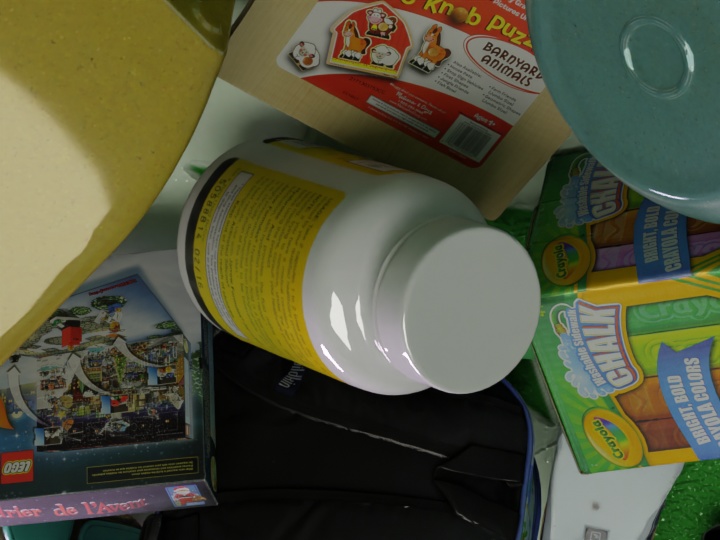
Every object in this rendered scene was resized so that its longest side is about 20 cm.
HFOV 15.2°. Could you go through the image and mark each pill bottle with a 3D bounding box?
[{"bbox_3d":[0.000,0.000,1.359,0.200,0.111,0.111,19,149,56],"label":"pill bottle"}]

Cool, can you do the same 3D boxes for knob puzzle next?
[{"bbox_3d":[0.048,-0.137,1.344,0.218,0.031,0.220,0,128,0],"label":"knob puzzle"}]

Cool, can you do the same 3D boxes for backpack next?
[{"bbox_3d":[-0.001,0.129,1.491,0.199,0.184,0.147,7,154,12],"label":"backpack"}]

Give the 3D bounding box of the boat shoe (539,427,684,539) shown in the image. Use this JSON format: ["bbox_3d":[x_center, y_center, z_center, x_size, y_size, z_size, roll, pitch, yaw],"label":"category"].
[{"bbox_3d":[0.135,0.128,1.530,0.071,0.091,0.201,15,105,1],"label":"boat shoe"}]

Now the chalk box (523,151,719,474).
[{"bbox_3d":[0.155,0.016,1.386,0.199,0.124,0.125,-10,126,22],"label":"chalk box"}]

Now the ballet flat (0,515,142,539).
[{"bbox_3d":[-0.189,0.154,1.590,0.070,0.071,0.200,-8,160,21],"label":"ballet flat"}]

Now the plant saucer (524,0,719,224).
[{"bbox_3d":[0.146,-0.104,1.251,0.200,0.036,0.201,26,132,32],"label":"plant saucer"}]

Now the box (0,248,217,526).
[{"bbox_3d":[-0.178,0.065,1.443,0.199,0.137,0.038,-6,154,6],"label":"box"}]

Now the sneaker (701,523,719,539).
[{"bbox_3d":[0.198,0.200,1.581,0.200,0.076,0.116,-15,111,24],"label":"sneaker"}]

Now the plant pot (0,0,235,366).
[{"bbox_3d":[-0.168,-0.111,1.327,0.200,0.195,0.196,-36,114,22],"label":"plant pot"}]
